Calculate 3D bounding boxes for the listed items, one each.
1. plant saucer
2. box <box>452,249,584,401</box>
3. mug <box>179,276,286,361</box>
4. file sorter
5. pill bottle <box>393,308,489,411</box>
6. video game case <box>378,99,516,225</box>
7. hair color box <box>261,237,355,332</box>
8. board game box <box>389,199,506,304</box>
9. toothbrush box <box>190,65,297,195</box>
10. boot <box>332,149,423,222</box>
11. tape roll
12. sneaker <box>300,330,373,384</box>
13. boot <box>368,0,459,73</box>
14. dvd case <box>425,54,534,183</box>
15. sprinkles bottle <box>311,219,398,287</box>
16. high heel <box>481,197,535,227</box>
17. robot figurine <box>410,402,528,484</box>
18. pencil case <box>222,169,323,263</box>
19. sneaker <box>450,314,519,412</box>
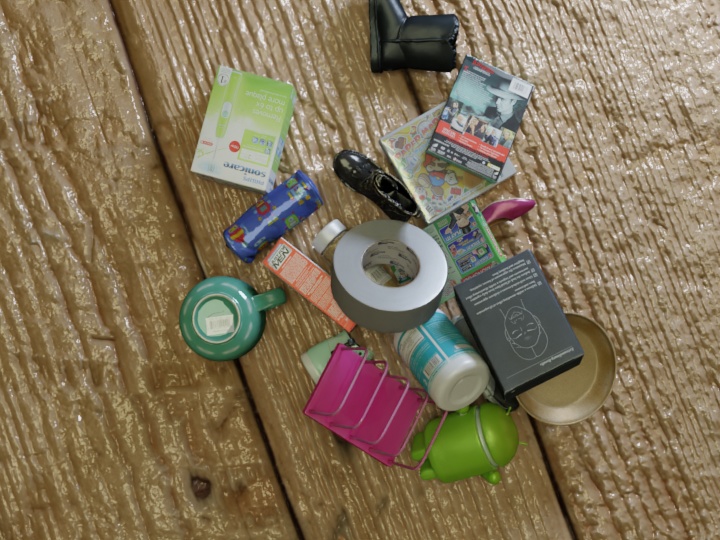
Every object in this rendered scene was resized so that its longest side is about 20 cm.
[{"bbox_3d":[0.356,0.172,1.703,0.197,0.035,0.203,-1,95,-9],"label":"plant saucer"},{"bbox_3d":[0.265,0.094,1.621,0.147,0.107,0.202,-25,73,2],"label":"box"},{"bbox_3d":[-0.242,0.074,1.733,0.151,0.114,0.186,36,89,3],"label":"mug"},{"bbox_3d":[0.032,0.237,1.661,0.199,0.125,0.140,35,72,-21],"label":"file sorter"},{"bbox_3d":[0.129,0.139,1.666,0.110,0.111,0.200,-37,48,-1],"label":"pill bottle"},{"bbox_3d":[0.161,-0.210,1.771,0.199,0.023,0.183,-30,87,-9],"label":"video game case"},{"bbox_3d":[-0.079,0.029,1.735,0.199,0.111,0.064,39,88,3],"label":"hair color box"},{"bbox_3d":[0.152,-0.019,1.727,0.199,0.029,0.136,-30,87,29],"label":"board game box"},{"bbox_3d":[-0.212,-0.255,1.765,0.144,0.086,0.203,15,89,2],"label":"toothbrush box"},{"bbox_3d":[0.032,-0.158,1.709,0.199,0.174,0.069,38,88,3],"label":"boot"},{"bbox_3d":[0.048,0.008,1.654,0.197,0.067,0.202,3,52,-4],"label":"tape roll"},{"bbox_3d":[-0.009,0.207,1.741,0.118,0.074,0.202,-33,87,0],"label":"sneaker"},{"bbox_3d":[0.099,-0.464,1.771,0.166,0.076,0.203,-2,94,5],"label":"boot"},{"bbox_3d":[0.222,-0.279,1.767,0.144,0.022,0.202,23,81,-4],"label":"dvd case"},{"bbox_3d":[0.000,0.000,1.750,0.068,0.068,0.200,-43,84,-1],"label":"sprinkles bottle"},{"bbox_3d":[0.231,-0.067,1.749,0.197,0.067,0.097,-16,77,5],"label":"high heel"},{"bbox_3d":[0.190,0.305,1.697,0.198,0.116,0.177,-21,105,18],"label":"robot figurine"},{"bbox_3d":[-0.160,-0.094,1.759,0.199,0.087,0.078,-39,51,-2],"label":"pencil case"},{"bbox_3d":[0.246,0.152,1.715,0.115,0.075,0.201,-37,86,38],"label":"sneaker"}]
